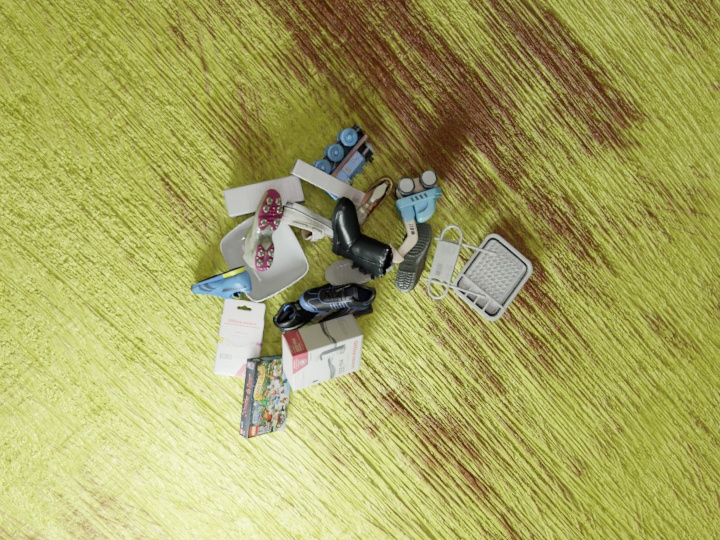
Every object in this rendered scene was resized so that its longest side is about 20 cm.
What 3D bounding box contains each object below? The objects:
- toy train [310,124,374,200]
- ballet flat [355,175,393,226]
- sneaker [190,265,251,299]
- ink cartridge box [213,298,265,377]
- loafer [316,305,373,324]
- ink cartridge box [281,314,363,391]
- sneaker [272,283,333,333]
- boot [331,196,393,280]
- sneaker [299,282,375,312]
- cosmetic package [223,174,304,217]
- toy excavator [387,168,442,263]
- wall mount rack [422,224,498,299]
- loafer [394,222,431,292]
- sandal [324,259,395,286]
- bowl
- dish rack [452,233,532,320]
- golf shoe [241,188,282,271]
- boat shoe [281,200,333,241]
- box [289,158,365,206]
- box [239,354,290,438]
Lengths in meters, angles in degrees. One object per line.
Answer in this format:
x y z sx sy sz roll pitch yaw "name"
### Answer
-0.046 -0.285 1.474 0.114 0.087 0.201 41 88 -16 "toy train"
0.013 -0.179 1.495 0.068 0.063 0.201 41 90 -7 "ballet flat"
-0.359 0.048 1.435 0.197 0.066 0.080 -14 102 32 "sneaker"
-0.318 0.176 1.488 0.114 0.067 0.204 9 95 -7 "ink cartridge box"
-0.053 0.140 1.513 0.198 0.072 0.064 -35 101 -5 "loafer"
-0.098 0.213 1.452 0.197 0.085 0.147 -16 136 -21 "ink cartridge box"
-0.139 0.096 1.469 0.199 0.112 0.073 -37 73 -1 "sneaker"
0.006 -0.078 1.422 0.161 0.200 0.073 28 49 20 "boot"
-0.055 0.063 1.434 0.196 0.078 0.071 -1 66 -20 "sneaker"
-0.247 -0.192 1.449 0.196 0.102 0.076 -14 94 -3 "cosmetic package"
0.138 -0.141 1.476 0.191 0.100 0.204 -18 86 -4 "toy excavator"
0.262 -0.012 1.493 0.172 0.074 0.204 17 91 34 "wall mount rack"
0.145 -0.034 1.526 0.074 0.070 0.203 18 81 20 "loafer"
0.002 0.007 1.513 0.199 0.050 0.084 -13 63 -12 "sandal"
-0.246 -0.044 1.462 0.197 0.075 0.202 -29 97 9 "bowl"
0.365 0.018 1.558 0.171 0.044 0.201 38 90 -7 "dish rack"
-0.250 -0.103 1.377 0.075 0.091 0.204 11 93 -49 "golf shoe"
-0.126 -0.111 1.442 0.199 0.070 0.071 26 82 -50 "boat shoe"
-0.082 -0.222 1.414 0.197 0.039 0.042 23 95 -21 "box"
-0.248 0.330 1.480 0.037 0.135 0.204 10 95 38 "box"
